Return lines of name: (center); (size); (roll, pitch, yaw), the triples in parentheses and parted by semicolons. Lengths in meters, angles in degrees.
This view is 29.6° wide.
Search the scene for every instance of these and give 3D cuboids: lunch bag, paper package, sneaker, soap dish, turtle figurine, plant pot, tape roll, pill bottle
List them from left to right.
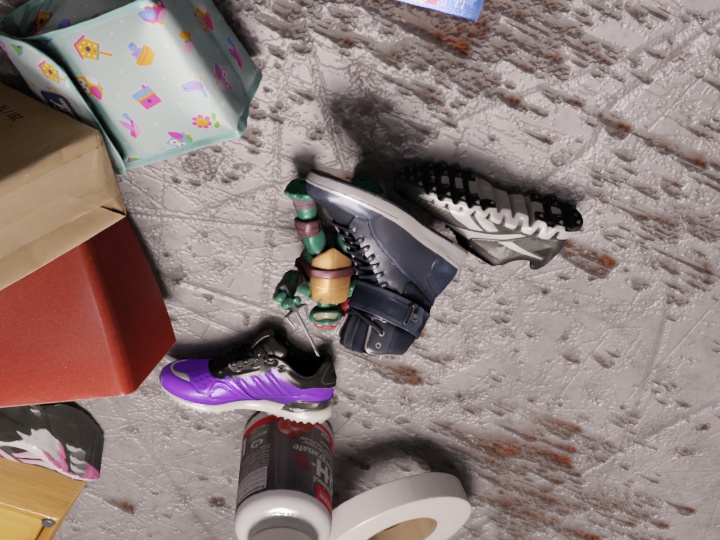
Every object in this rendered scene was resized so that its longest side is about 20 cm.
paper package: (-0.350, -0.077, 1.247); (0.200, 0.191, 0.104); (25, 135, 38)
soap dish: (-0.451, 0.277, 1.650); (0.200, 0.081, 0.157); (20, 136, -16)
sneaker: (-0.391, 0.190, 1.595); (0.086, 0.080, 0.200); (-17, 140, 40)
plant pot: (-0.314, 0.022, 1.374); (0.200, 0.200, 0.176); (-5, 102, 6)
lunch bag: (-0.220, -0.185, 1.255); (0.200, 0.122, 0.170); (-14, 130, 23)
sneaker: (-0.122, 0.107, 1.528); (0.200, 0.070, 0.100); (7, 122, -9)
pill bottle: (-0.087, 0.262, 1.562); (0.111, 0.200, 0.111); (0, 130, 0)
turtle figurine: (-0.030, 0.003, 1.412); (0.150, 0.101, 0.200); (-11, 117, -24)
sneaker: (0.001, 0.001, 1.330); (0.202, 0.077, 0.146); (32, 88, -33)
tape roll: (0.036, 0.309, 1.645); (0.203, 0.037, 0.203); (-18, 149, -11)
sneaker: (0.120, -0.047, 1.390); (0.200, 0.067, 0.091); (15, 126, -13)

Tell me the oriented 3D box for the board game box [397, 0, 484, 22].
board game box: (0.068, -0.326, 1.177); (0.134, 0.045, 0.200); (13, 128, -9)
